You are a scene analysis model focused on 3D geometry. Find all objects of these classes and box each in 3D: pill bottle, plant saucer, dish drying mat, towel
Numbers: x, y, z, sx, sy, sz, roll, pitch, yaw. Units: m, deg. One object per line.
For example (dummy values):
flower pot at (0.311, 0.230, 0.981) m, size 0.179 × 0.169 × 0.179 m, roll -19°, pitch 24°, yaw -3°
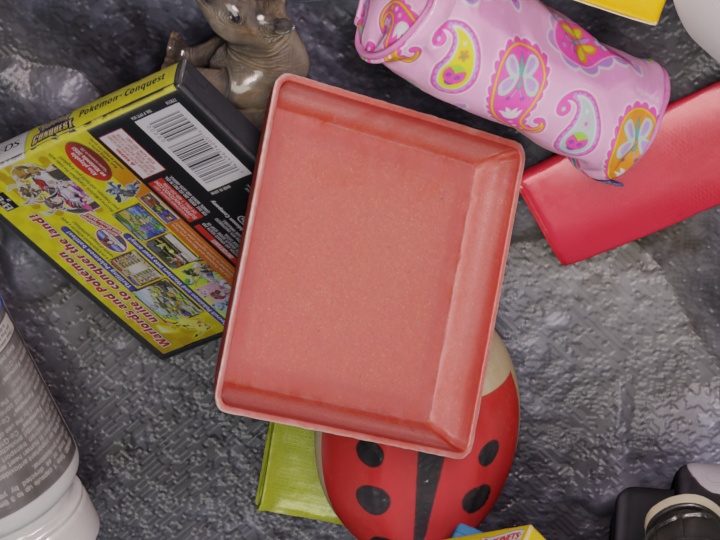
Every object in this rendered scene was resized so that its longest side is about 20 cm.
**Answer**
pill bottle at (-0.252, 0.104, 1.755) m, size 0.113 × 0.114 × 0.201 m, roll -18°, pitch 115°, yaw 14°
plant saucer at (0.000, 0.000, 1.628) m, size 0.199 × 0.037 × 0.201 m, roll 14°, pitch 84°, yaw -38°
dish drying mat at (0.199, -0.070, 1.677) m, size 0.199 × 0.018 × 0.077 m, roll -24°, pitch 113°, yaw 16°
towel at (-0.013, 0.082, 1.777) m, size 0.086 × 0.018 × 0.201 m, roll 12°, pitch 119°, yaw -1°

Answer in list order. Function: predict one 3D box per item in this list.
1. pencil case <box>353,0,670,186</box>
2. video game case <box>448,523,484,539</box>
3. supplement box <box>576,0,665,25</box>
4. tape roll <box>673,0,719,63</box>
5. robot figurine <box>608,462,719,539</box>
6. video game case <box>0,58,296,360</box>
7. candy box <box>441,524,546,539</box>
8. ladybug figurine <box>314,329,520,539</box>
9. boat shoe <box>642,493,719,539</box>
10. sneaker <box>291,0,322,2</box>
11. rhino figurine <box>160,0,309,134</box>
pencil case at (0.089, -0.122, 1.588) m, size 0.200 × 0.088 × 0.087 m, roll 25°, pitch 120°, yaw -34°
video game case at (0.100, 0.246, 1.795) m, size 0.143 × 0.018 × 0.200 m, roll 26°, pitch 146°, yaw 0°
supplement box at (0.151, -0.260, 1.525) m, size 0.109 × 0.109 × 0.201 m, roll 17°, pitch 119°, yaw -4°
tape roll at (0.273, -0.187, 1.518) m, size 0.202 × 0.071 × 0.203 m, roll -21°, pitch 135°, yaw -22°
robot figurine at (0.261, 0.192, 1.751) m, size 0.199 × 0.150 × 0.125 m, roll 6°, pitch 106°, yaw 2°
video game case at (-0.116, -0.033, 1.667) m, size 0.180 × 0.026 × 0.200 m, roll -21°, pitch 132°, yaw 31°
candy box at (0.131, 0.235, 1.719) m, size 0.102 × 0.026 × 0.200 m, roll -14°, pitch 129°, yaw 48°
ladybug figurine at (0.039, 0.114, 1.749) m, size 0.135 × 0.072 × 0.201 m, roll -2°, pitch 122°, yaw -7°
boat shoe at (0.241, 0.228, 1.670) m, size 0.074 × 0.063 × 0.202 m, roll -30°, pitch 116°, yaw 20°
sneaker at (-0.043, -0.204, 1.596) m, size 0.199 × 0.074 × 0.081 m, roll 24°, pitch 121°, yaw -7°
rhino figurine at (-0.075, -0.118, 1.623) m, size 0.087 × 0.060 × 0.200 m, roll 9°, pitch 141°, yaw -2°
